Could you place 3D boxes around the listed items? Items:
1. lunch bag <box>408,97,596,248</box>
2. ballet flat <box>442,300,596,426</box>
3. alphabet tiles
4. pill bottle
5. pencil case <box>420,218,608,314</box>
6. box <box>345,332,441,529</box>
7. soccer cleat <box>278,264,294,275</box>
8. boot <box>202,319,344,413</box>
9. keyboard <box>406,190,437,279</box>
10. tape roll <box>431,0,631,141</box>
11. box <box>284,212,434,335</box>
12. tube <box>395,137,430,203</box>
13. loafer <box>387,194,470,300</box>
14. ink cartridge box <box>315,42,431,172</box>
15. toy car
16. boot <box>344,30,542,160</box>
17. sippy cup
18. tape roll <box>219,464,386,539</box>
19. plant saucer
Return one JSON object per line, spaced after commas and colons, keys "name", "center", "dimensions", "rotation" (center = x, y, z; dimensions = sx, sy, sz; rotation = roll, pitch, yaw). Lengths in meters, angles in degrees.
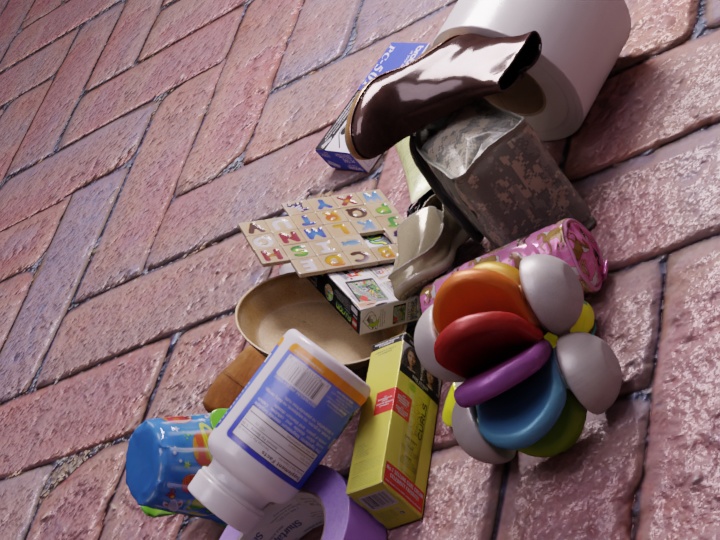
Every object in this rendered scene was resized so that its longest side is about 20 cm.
{"name": "lunch bag", "center": [0.144, -0.107, 1.668], "dimensions": [0.117, 0.164, 0.200], "rotation": [-41, 29, -2]}
{"name": "ballet flat", "center": [0.149, 0.085, 1.533], "dimensions": [0.200, 0.067, 0.067], "rotation": [-37, 31, 17]}
{"name": "alphabet tiles", "center": [-0.038, -0.045, 1.784], "dimensions": [0.199, 0.008, 0.167], "rotation": [-9, 33, -19]}
{"name": "pill bottle", "center": [-0.089, 0.171, 1.553], "dimensions": [0.200, 0.112, 0.112], "rotation": [-53, 31, -4]}
{"name": "pencil case", "center": [0.161, 0.017, 1.573], "dimensions": [0.199, 0.086, 0.083], "rotation": [-27, 71, 29]}
{"name": "box", "center": [0.038, 0.167, 1.570], "dimensions": [0.050, 0.075, 0.201], "rotation": [-24, 36, 33]}
{"name": "soccer cleat", "center": [-0.039, 0.013, 1.875], "dimensions": [0.200, 0.066, 0.077], "rotation": [22, 103, 52]}
{"name": "boot", "center": [-0.099, 0.124, 1.831], "dimensions": [0.189, 0.068, 0.200], "rotation": [-55, 21, -6]}
{"name": "keyboard", "center": [0.093, -0.077, 1.823], "dimensions": [0.104, 0.040, 0.201], "rotation": [-4, 49, 48]}
{"name": "tape roll", "center": [0.201, -0.269, 1.755], "dimensions": [0.202, 0.203, 0.140], "rotation": [1, 53, 52]}
{"name": "box", "center": [0.000, 0.000, 1.754], "dimensions": [0.109, 0.035, 0.200], "rotation": [-13, 35, -25]}
{"name": "tube", "center": [0.079, -0.138, 1.871], "dimensions": [0.200, 0.052, 0.058], "rotation": [-110, 28, -68]}
{"name": "loafer", "center": [0.070, -0.029, 1.686], "dimensions": [0.076, 0.068, 0.200], "rotation": [-37, 6, 27]}
{"name": "ink cartridge box", "center": [0.027, -0.230, 2.083], "dimensions": [0.094, 0.044, 0.201], "rotation": [13, 64, 54]}
{"name": "toy car", "center": [0.138, 0.087, 1.419], "dimensions": [0.174, 0.201, 0.150], "rotation": [-29, -11, 23]}
{"name": "boot", "center": [0.087, -0.196, 1.612], "dimensions": [0.166, 0.073, 0.200], "rotation": [0, 40, 49]}
{"name": "sippy cup", "center": [-0.192, 0.221, 1.690], "dimensions": [0.140, 0.130, 0.179], "rotation": [35, 112, 54]}
{"name": "tape roll", "center": [-0.069, 0.304, 1.550], "dimensions": [0.199, 0.066, 0.201], "rotation": [-31, 34, 24]}
{"name": "plant saucer", "center": [-0.045, 0.066, 1.710], "dimensions": [0.199, 0.036, 0.201], "rotation": [3, 32, -2]}
